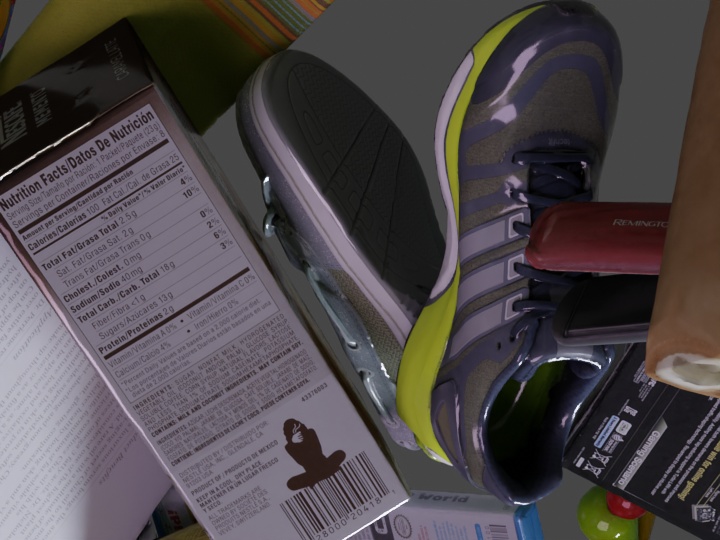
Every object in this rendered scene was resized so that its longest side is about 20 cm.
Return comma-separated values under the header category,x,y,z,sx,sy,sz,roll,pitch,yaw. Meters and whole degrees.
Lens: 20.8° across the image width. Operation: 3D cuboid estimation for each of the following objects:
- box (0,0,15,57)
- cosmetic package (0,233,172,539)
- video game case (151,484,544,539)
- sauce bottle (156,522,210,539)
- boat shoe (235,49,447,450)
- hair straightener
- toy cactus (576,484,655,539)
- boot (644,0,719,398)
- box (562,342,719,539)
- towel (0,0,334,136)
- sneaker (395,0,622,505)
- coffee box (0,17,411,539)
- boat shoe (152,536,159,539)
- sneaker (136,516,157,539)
category,x,y,z,sx,sy,sz,roll,pitch,yaw
box,-0.257,-0.044,0.799,0.122,0.193,0.200,35,135,9
cosmetic package,-0.158,0.058,0.830,0.071,0.102,0.200,25,160,33
video game case,0.001,0.162,0.895,0.200,0.018,0.143,0,115,32
sauce bottle,-0.097,0.158,0.902,0.200,0.066,0.066,-24,115,39
boat shoe,0.001,-0.001,0.809,0.065,0.075,0.202,-15,127,29
hair straightener,0.158,0.011,0.652,0.199,0.041,0.077,-3,127,22
toy cactus,0.158,0.167,0.882,0.200,0.102,0.165,36,153,-10
boot,0.110,-0.061,0.611,0.175,0.201,0.066,1,160,24
box,0.190,0.023,0.727,0.163,0.086,0.200,27,135,3
towel,-0.078,-0.103,0.798,0.086,0.018,0.200,43,134,-8
sneaker,0.069,-0.002,0.735,0.074,0.081,0.201,-4,116,-24
coffee box,-0.069,0.013,0.782,0.080,0.114,0.200,-32,112,-1
boat shoe,-0.020,0.169,0.964,0.199,0.070,0.070,1,132,25
sneaker,-0.162,0.095,0.955,0.066,0.091,0.200,-2,127,26
